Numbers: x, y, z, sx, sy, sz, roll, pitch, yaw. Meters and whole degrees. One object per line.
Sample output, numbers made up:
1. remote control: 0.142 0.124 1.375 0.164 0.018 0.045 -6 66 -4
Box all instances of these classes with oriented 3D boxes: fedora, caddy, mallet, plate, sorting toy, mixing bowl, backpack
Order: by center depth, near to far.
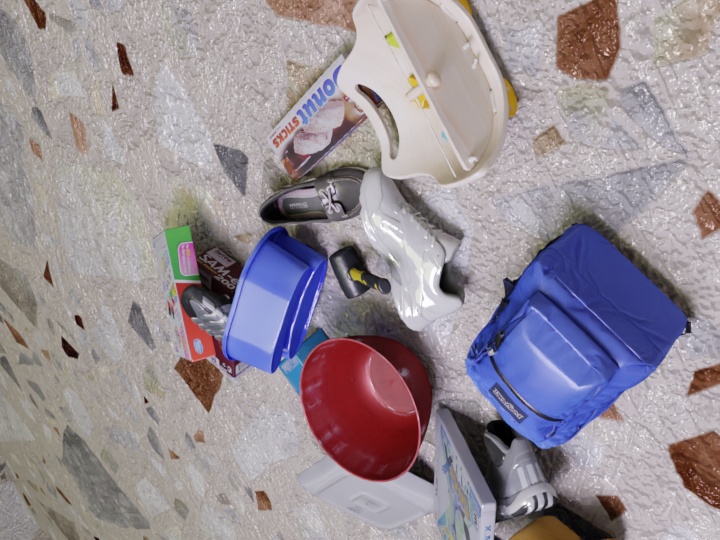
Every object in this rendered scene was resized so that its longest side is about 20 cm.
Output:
1. backpack: 0.191 0.082 0.769 0.163 0.166 0.201 49 144 16
2. sorting toy: 0.050 -0.180 0.785 0.179 0.106 0.203 -20 101 54
3. fedora: 0.227 0.362 0.929 0.204 0.196 0.082 101 149 -41
4. mallet: 0.000 0.000 0.939 0.067 0.041 0.200 63 170 -3
5. mixing bowl: 0.024 0.169 1.025 0.197 0.108 0.205 15 115 34
6. caddy: -0.128 0.041 1.053 0.103 0.141 0.204 23 107 12
7. plate: 0.017 0.343 1.156 0.197 0.033 0.200 29 142 -13

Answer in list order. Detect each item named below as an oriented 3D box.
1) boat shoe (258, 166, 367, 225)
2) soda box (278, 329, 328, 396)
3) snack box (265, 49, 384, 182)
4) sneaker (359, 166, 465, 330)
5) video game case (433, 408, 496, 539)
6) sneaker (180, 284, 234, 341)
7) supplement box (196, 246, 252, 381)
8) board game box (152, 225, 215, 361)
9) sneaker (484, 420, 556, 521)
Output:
1. boat shoe: -0.059 -0.087 0.988 0.197 0.057 0.068 -5 113 47
2. soda box: -0.035 0.196 1.148 0.202 0.067 0.064 53 140 3
3. snack box: -0.049 -0.185 0.935 0.073 0.024 0.199 56 141 -1
4. sneaker: 0.069 -0.036 0.894 0.098 0.078 0.204 -20 100 30
5. video game case: 0.130 0.313 0.983 0.201 0.021 0.187 -116 23 -65
6. sneaker: -0.182 0.054 1.155 0.074 0.117 0.200 -1 143 42
7. supplement box: -0.227 0.075 1.266 0.108 0.060 0.204 31 134 28
8. board game box: -0.286 0.038 1.213 0.152 0.039 0.206 175 83 -68
9. sneaker: 0.185 0.255 0.969 0.201 0.073 0.118 117 141 -64
